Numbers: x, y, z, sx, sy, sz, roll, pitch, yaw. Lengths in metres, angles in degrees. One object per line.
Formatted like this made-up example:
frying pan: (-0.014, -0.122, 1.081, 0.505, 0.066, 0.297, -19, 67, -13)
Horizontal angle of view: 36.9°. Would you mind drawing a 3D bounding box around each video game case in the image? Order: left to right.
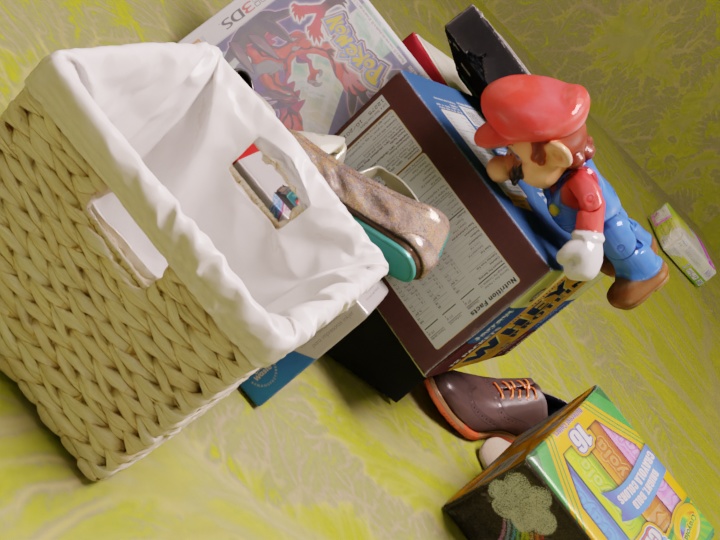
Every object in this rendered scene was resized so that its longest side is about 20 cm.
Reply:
video game case: (-0.054, -0.200, 1.070, 0.200, 0.182, 0.023, 52, -3, 5)

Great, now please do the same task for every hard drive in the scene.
hard drive: (0.139, -0.161, 1.011, 0.140, 0.038, 0.200, 55, 5, 8)

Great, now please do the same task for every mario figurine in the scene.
mario figurine: (0.147, -0.058, 0.823, 0.200, 0.106, 0.123, 51, -16, -21)

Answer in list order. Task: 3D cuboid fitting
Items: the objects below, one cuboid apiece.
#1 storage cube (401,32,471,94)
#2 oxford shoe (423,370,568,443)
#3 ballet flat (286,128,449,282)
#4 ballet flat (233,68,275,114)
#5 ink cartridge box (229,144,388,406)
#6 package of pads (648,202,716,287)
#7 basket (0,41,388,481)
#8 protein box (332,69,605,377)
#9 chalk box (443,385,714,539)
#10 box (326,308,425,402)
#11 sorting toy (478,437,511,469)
storage cube: (0.071, -0.113, 1.168, 0.200, 0.180, 0.172, 21, 35, -53)
oxford shoe: (0.134, 0.123, 1.047, 0.200, 0.072, 0.071, 26, 33, -47)
ballet flat: (-0.017, -0.063, 0.822, 0.199, 0.068, 0.067, 35, 61, 14)
ballet flat: (-0.102, -0.112, 0.972, 0.068, 0.068, 0.201, 26, 32, -47)
ink cartridge box: (-0.089, -0.019, 0.779, 0.200, 0.116, 0.067, 49, 21, -1)
package of pads: (0.805, -0.070, 2.706, 0.154, 0.068, 0.200, 43, 22, -19)
basket: (-0.120, -0.011, 0.645, 0.199, 0.161, 0.200, 51, 20, 2)
protein box: (0.083, -0.039, 0.917, 0.201, 0.135, 0.198, 55, 22, 15)
chalk box: (0.193, 0.223, 0.883, 0.124, 0.125, 0.200, -33, 83, -43)
box: (0.000, 0.000, 0.978, 0.141, 0.079, 0.201, 35, 25, -26)
sorting toy: (0.209, 0.254, 1.031, 0.200, 0.036, 0.186, 27, 31, -45)
